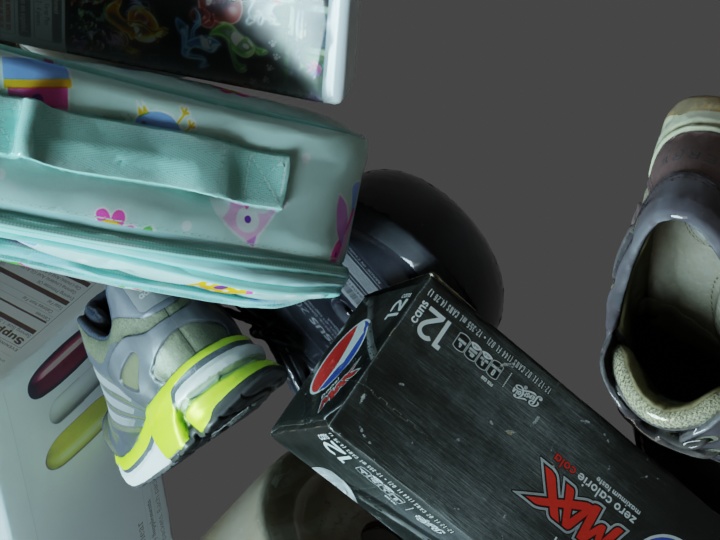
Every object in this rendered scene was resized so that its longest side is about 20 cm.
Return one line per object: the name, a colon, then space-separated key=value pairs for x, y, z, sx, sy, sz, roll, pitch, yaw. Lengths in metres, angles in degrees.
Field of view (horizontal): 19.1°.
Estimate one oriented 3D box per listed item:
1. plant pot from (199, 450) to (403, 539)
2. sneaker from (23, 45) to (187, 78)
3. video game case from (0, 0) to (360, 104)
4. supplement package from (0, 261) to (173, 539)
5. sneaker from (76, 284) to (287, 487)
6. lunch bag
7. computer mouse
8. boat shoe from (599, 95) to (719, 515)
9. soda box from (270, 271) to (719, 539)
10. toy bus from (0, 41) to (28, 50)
plant pot: x=-0.014 y=0.173 z=0.939 sx=0.200 sy=0.200 sz=0.174 roll=36 pitch=128 yaw=14
sneaker: x=-0.059 y=-0.113 z=0.814 sx=0.200 sy=0.073 sz=0.071 roll=0 pitch=153 yaw=41
video game case: x=-0.083 y=-0.161 z=0.703 sx=0.181 sy=0.023 sz=0.200 roll=12 pitch=123 yaw=10
supplement package: x=-0.195 y=0.078 z=1.078 sx=0.155 sy=0.111 sz=0.200 roll=24 pitch=138 yaw=28
sneaker: x=-0.087 y=0.041 z=0.950 sx=0.081 sy=0.074 sz=0.200 roll=56 pitch=160 yaw=2
lunch bag: x=-0.107 y=-0.036 z=0.756 sx=0.160 sy=0.199 sz=0.077 roll=13 pitch=93 yaw=61
computer mouse: x=0.000 y=0.000 z=0.868 sx=0.139 sy=0.053 sz=0.200 roll=52 pitch=156 yaw=-10
boat shoe: x=0.117 y=0.032 z=0.761 sx=0.072 sy=0.065 sz=0.200 roll=23 pitch=139 yaw=25
soda box: x=0.069 y=0.091 z=0.775 sx=0.200 sy=0.071 sz=0.063 roll=39 pitch=162 yaw=-12
toy bus: x=-0.235 y=-0.075 z=0.973 sx=0.200 sy=0.136 sz=0.192 roll=39 pitch=156 yaw=6
